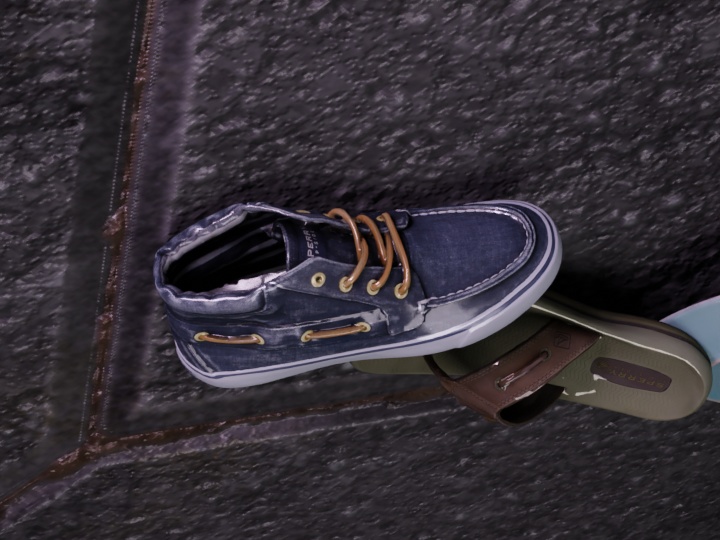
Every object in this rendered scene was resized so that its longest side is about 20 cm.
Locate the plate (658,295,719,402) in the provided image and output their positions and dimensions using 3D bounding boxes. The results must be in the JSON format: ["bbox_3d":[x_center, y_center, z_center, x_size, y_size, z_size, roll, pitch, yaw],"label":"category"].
[{"bbox_3d":[0.247,0.044,1.508,0.199,0.026,0.200,-5,161,-2],"label":"plate"}]

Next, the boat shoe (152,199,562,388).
[{"bbox_3d":[0.000,0.000,1.325,0.199,0.071,0.091,-17,151,1],"label":"boat shoe"}]

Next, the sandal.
[{"bbox_3d":[0.093,0.051,1.438,0.200,0.058,0.080,10,141,-10],"label":"sandal"}]
